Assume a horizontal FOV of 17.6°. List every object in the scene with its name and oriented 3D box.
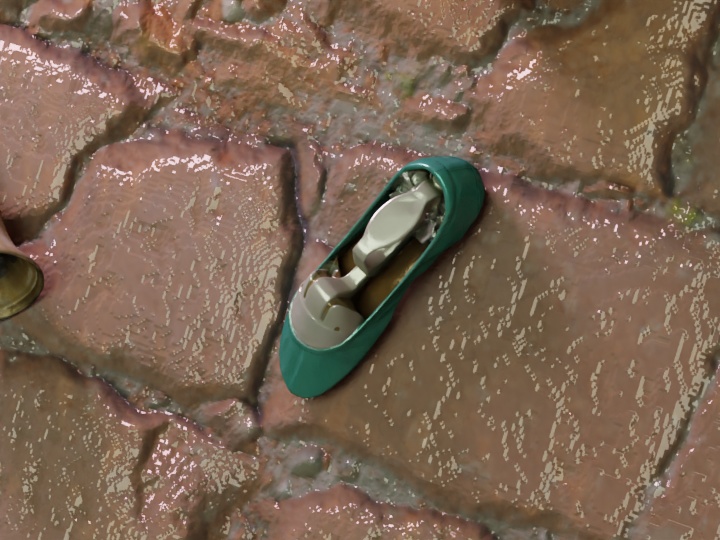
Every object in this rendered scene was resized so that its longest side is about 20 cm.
[{"bbox_3d":[0.000,0.000,1.536,0.200,0.070,0.067,-49,64,13],"label":"ballet flat"},{"bbox_3d":[-0.298,-0.071,1.712,0.104,0.104,0.201,-26,59,22],"label":"hand bell"}]
